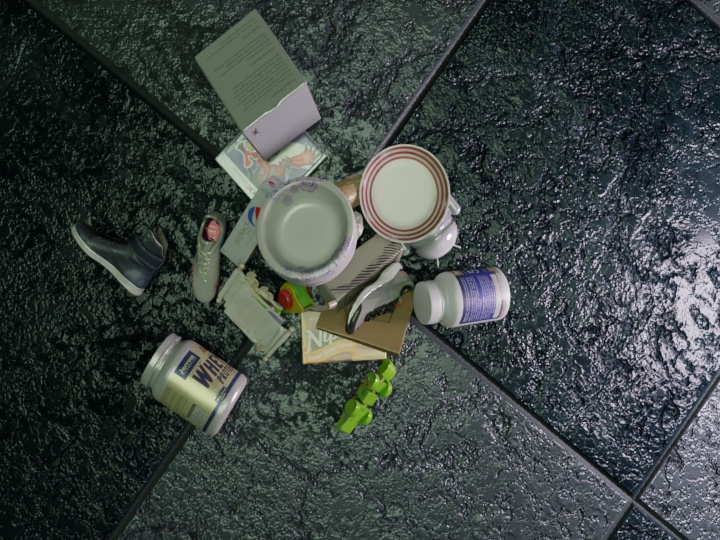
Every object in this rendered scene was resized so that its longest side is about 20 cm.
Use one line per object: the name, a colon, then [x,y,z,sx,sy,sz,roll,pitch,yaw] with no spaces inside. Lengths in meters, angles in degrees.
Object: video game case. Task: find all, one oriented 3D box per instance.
video game case: [-0.204,-0.258,1.288,0.200,0.023,0.183,-45,93,-1]

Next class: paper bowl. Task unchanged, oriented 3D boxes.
paper bowl: [-0.102,-0.072,1.115,0.192,0.105,0.209,-1,78,5]

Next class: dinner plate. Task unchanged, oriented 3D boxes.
dinner plate: [0.093,-0.162,1.195,0.191,0.024,0.209,0,90,0]

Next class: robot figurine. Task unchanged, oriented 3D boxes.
robot figurine: [0.143,-0.111,1.265,0.168,0.113,0.202,-37,93,7]

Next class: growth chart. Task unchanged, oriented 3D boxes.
growth chart: [-0.236,0.094,1.262,0.144,0.018,0.201,-38,95,27]

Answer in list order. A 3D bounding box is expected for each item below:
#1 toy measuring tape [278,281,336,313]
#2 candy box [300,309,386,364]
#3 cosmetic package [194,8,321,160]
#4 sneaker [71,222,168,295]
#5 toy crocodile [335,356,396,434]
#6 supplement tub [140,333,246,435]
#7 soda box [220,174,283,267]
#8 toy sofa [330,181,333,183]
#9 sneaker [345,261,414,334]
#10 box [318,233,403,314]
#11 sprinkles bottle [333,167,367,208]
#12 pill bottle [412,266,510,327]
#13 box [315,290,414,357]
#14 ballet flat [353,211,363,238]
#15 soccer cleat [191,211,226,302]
toy measuring tape: [-0.125,0.053,1.229,0.072,0.196,0.077,5,82,-40]
candy box: [-0.040,0.145,1.290,0.191,0.055,0.121,-3,89,-3]
cosmetic package: [-0.212,-0.385,1.191,0.165,0.166,0.203,-34,79,1]
sneaker: [-0.520,-0.068,1.240,0.202,0.077,0.146,43,100,-13]
toy crocodile: [0.012,0.290,1.296,0.067,0.062,0.203,33,95,-39]
supplement tub: [-0.362,0.246,1.230,0.197,0.145,0.148,33,90,-4]
soda box: [-0.226,-0.104,1.226,0.063,0.068,0.201,38,118,-3]
toy sofa: [-0.110,-0.100,1.266,0.093,0.083,0.209,1,92,-6]
sneaker: [0.041,0.067,1.213,0.079,0.075,0.199,41,65,14]
box: [0.000,0.000,1.241,0.198,0.083,0.069,-38,72,-19]
sprinkles bottle: [-0.004,-0.181,1.233,0.197,0.068,0.070,-32,94,-35]
pill bottle: [0.220,0.061,1.246,0.193,0.119,0.125,-6,92,-22]
box: [0.016,0.086,1.254,0.193,0.022,0.168,17,61,7]
ballet flat: [-0.073,-0.058,1.199,0.196,0.072,0.073,-32,93,-6]
soccer cleat: [-0.345,-0.030,1.253,0.067,0.086,0.209,8,91,-3]
